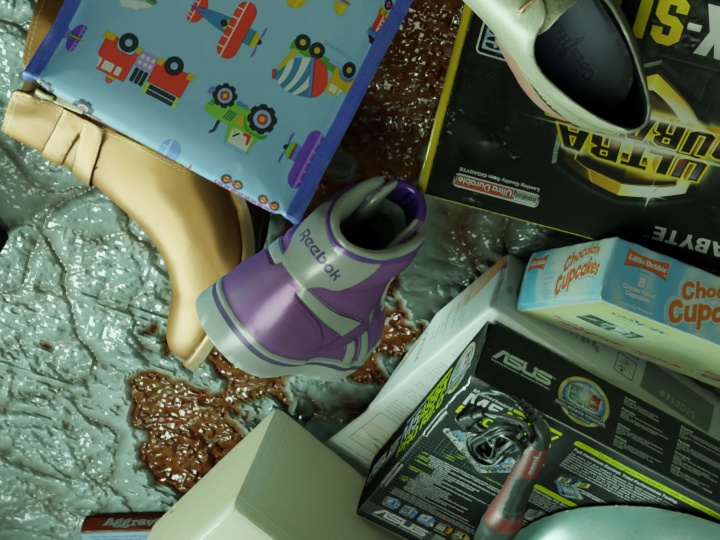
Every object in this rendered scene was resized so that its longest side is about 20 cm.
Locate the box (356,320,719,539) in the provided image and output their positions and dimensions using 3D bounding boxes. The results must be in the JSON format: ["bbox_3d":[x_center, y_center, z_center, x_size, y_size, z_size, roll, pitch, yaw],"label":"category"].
[{"bbox_3d":[0.119,0.129,1.200,0.200,0.044,0.160,27,138,-7],"label":"box"}]

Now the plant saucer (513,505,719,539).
[{"bbox_3d":[0.167,0.210,1.204,0.201,0.039,0.201,12,139,11],"label":"plant saucer"}]

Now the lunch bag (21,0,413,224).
[{"bbox_3d":[-0.052,-0.148,1.047,0.150,0.094,0.200,29,94,-8],"label":"lunch bag"}]

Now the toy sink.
[{"bbox_3d":[-0.024,0.203,1.260,0.200,0.112,0.130,39,121,-10],"label":"toy sink"}]

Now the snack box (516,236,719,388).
[{"bbox_3d":[0.194,0.035,1.118,0.200,0.116,0.037,20,80,-15],"label":"snack box"}]

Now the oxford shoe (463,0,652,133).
[{"bbox_3d":[0.070,-0.141,0.946,0.071,0.074,0.200,-44,115,1],"label":"oxford shoe"}]

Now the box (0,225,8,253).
[{"bbox_3d":[-0.324,-0.026,1.230,0.200,0.036,0.143,-25,115,22],"label":"box"}]

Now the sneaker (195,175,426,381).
[{"bbox_3d":[0.000,0.001,1.110,0.114,0.200,0.073,-40,84,14],"label":"sneaker"}]

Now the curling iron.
[{"bbox_3d":[0.072,0.129,1.169,0.050,0.026,0.200,32,147,20],"label":"curling iron"}]

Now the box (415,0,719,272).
[{"bbox_3d":[0.142,-0.088,1.052,0.200,0.049,0.160,15,122,1],"label":"box"}]

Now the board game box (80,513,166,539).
[{"bbox_3d":[-0.070,0.197,1.342,0.200,0.019,0.103,-2,121,12],"label":"board game box"}]

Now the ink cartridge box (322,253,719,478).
[{"bbox_3d":[0.091,0.092,1.242,0.162,0.050,0.200,34,140,-13],"label":"ink cartridge box"}]

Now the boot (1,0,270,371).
[{"bbox_3d":[-0.123,-0.049,1.151,0.155,0.077,0.200,16,122,-3],"label":"boot"}]

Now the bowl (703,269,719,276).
[{"bbox_3d":[0.232,-0.068,1.101,0.200,0.039,0.201,4,124,7],"label":"bowl"}]
